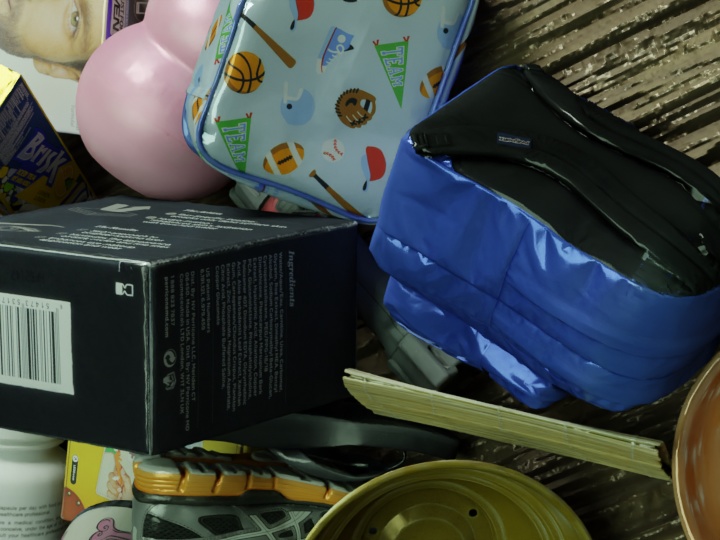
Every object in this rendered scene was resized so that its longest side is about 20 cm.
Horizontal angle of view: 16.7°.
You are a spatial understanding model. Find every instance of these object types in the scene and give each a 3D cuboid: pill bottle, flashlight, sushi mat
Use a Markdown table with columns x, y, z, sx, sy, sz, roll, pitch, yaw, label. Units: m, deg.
| x | y | z | sx | sy | sz | roll | pitch | yaw | label |
| --- | --- | --- | --- | --- | --- | --- | --- | --- | --- |
| -0.262 | 0.179 | 1.737 | 0.113 | 0.113 | 0.200 | 14 | 102 | 31 | pill bottle |
| 0.000 | 0.000 | 1.584 | 0.200 | 0.068 | 0.068 | 48 | 148 | 14 | flashlight |
| 0.091 | 0.094 | 1.487 | 0.200 | 0.096 | 0.012 | 12 | 79 | 14 | sushi mat |

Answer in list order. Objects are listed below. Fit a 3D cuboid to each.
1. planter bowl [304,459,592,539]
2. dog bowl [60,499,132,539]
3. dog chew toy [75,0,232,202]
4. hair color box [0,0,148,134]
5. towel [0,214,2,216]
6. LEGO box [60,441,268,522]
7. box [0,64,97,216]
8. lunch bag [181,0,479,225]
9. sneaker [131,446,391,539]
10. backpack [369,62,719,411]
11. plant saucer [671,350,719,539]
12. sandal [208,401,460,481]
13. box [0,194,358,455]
| x | y | z | sx | sy | sz | roll | pitch | yaw | label |
| --- | --- | --- | --- | --- | --- | --- | --- | --- | --- |
| 0.046 | 0.192 | 1.534 | 0.200 | 0.083 | 0.200 | -3 | 112 | -7 | planter bowl |
| -0.138 | 0.253 | 1.636 | 0.200 | 0.074 | 0.200 | 22 | 135 | 24 | dog bowl |
| -0.097 | -0.144 | 1.600 | 0.125 | 0.125 | 0.200 | 43 | 104 | 22 | dog chew toy |
| -0.240 | -0.157 | 1.721 | 0.200 | 0.065 | 0.109 | 8 | 98 | 30 | hair color box |
| -0.266 | -0.023 | 1.689 | 0.146 | 0.200 | 0.030 | 24 | 75 | 28 | towel |
| -0.115 | 0.085 | 1.654 | 0.149 | 0.077 | 0.200 | 12 | 101 | 31 | LEGO box |
| -0.242 | -0.075 | 1.647 | 0.070 | 0.200 | 0.064 | 27 | 73 | 20 | box |
| -0.015 | -0.129 | 1.524 | 0.160 | 0.076 | 0.200 | 19 | 94 | -14 | lunch bag |
| -0.063 | 0.159 | 1.564 | 0.078 | 0.200 | 0.077 | 24 | 103 | 59 | sneaker |
| 0.128 | -0.007 | 1.448 | 0.200 | 0.163 | 0.168 | 29 | 130 | 18 | backpack |
| 0.280 | 0.120 | 1.423 | 0.200 | 0.037 | 0.200 | 4 | 98 | 30 | plant saucer |
| -0.037 | 0.108 | 1.565 | 0.200 | 0.076 | 0.043 | 5 | 96 | -10 | sandal |
| -0.136 | 0.027 | 1.488 | 0.197 | 0.200 | 0.117 | 7 | 103 | 36 | box |
